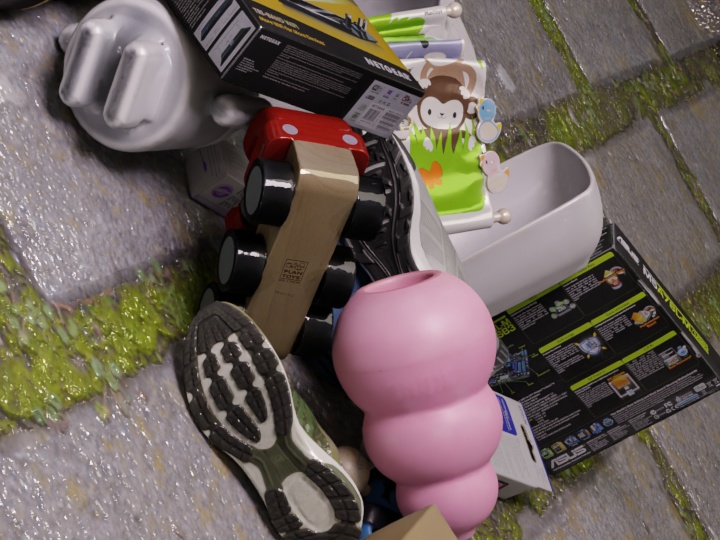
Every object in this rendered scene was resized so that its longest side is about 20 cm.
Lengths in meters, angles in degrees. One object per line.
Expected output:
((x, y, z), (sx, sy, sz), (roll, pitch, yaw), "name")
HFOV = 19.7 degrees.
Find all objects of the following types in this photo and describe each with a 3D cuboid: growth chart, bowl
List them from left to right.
((0.056, -0.121, 1.705), (0.144, 0.018, 0.202), (-18, 102, -28), "growth chart")
((0.123, -0.026, 1.841), (0.075, 0.199, 0.200), (60, 3, -18), "bowl")

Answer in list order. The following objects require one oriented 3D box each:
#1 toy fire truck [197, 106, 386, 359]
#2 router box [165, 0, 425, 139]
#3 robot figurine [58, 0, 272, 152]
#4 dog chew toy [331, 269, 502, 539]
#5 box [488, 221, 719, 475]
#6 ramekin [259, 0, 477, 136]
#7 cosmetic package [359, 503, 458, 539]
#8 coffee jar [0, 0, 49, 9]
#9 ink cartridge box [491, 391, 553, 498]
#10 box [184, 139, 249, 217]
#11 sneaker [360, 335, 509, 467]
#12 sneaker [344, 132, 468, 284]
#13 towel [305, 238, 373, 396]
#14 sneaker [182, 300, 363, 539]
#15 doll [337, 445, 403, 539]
((-0.051, -0.055, 1.559), (0.127, 0.177, 0.201), (8, 38, -21), "toy fire truck")
((-0.061, -0.187, 1.551), (0.199, 0.052, 0.158), (15, 33, -52), "router box")
((-0.146, -0.148, 1.559), (0.169, 0.114, 0.200), (30, 16, 19), "robot figurine")
((0.051, 0.105, 1.552), (0.124, 0.123, 0.202), (-33, 112, -67), "dog chew toy")
((0.202, 0.076, 1.907), (0.193, 0.199, 0.048), (48, 26, -23), "box")
((0.009, -0.170, 1.811), (0.105, 0.199, 0.201), (53, 22, -39), "ramekin")
((0.001, 0.241, 1.423), (0.071, 0.105, 0.200), (59, 21, -2), "cosmetic package")
((-0.228, -0.254, 1.547), (0.105, 0.085, 0.200), (63, 22, -2), "coffee jar")
((0.098, 0.143, 1.823), (0.199, 0.037, 0.095), (23, 42, -52), "ink cartridge box")
((-0.067, -0.048, 1.700), (0.200, 0.039, 0.042), (31, 36, -50), "box")
((0.054, 0.092, 1.706), (0.074, 0.087, 0.200), (44, 35, 7), "sneaker")
((0.039, -0.016, 1.654), (0.079, 0.073, 0.202), (-11, 81, -61), "sneaker")
((0.000, 0.000, 1.702), (0.112, 0.048, 0.201), (50, 43, -35), "towel")
((-0.064, 0.110, 1.503), (0.201, 0.076, 0.089), (62, 9, -10), "sneaker")
((0.039, 0.202, 1.614), (0.200, 0.048, 0.137), (41, 38, -25), "doll")
